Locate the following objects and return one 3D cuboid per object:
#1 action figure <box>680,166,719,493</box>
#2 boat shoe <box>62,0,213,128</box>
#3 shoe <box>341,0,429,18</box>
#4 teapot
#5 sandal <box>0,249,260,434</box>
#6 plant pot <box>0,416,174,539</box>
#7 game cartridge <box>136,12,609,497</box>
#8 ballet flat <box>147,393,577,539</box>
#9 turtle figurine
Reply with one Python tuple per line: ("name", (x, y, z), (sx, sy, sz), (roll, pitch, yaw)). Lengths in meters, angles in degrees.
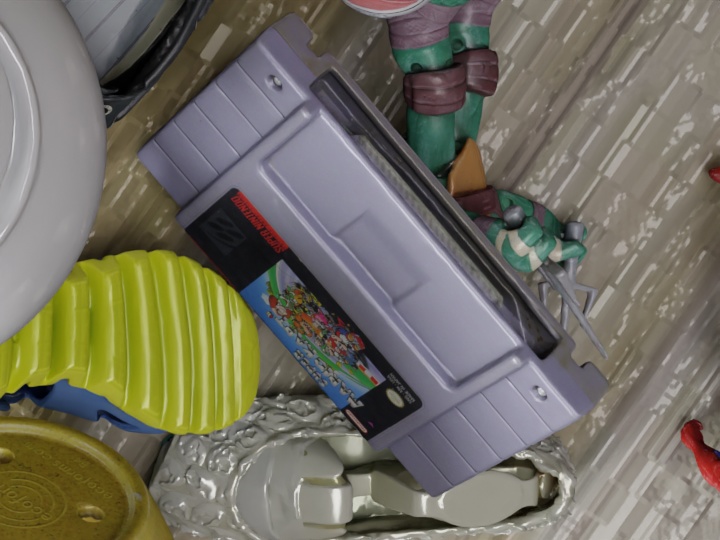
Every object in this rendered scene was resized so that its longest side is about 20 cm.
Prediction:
("action figure", (0.185, 0.056, 1.262), (0.065, 0.099, 0.201), (0, 84, -12))
("boat shoe", (-0.114, -0.096, 1.126), (0.199, 0.066, 0.075), (-44, 112, 0))
("shoe", (0.045, -0.191, 1.052), (0.071, 0.091, 0.201), (31, 92, 7))
("teapot", (-0.179, -0.044, 0.991), (0.200, 0.146, 0.198), (41, 82, -10))
("sandal", (-0.132, 0.029, 1.155), (0.199, 0.087, 0.080), (12, 77, -37))
("plant pot", (-0.146, 0.144, 1.099), (0.199, 0.200, 0.142), (3, 122, -16))
("game cartridge", (0.000, 0.000, 1.131), (0.200, 0.130, 0.038), (49, 51, -3))
("ballet flat", (0.006, 0.092, 1.216), (0.199, 0.072, 0.072), (-2, 106, -14))
("turtle figurine", (0.049, -0.028, 1.164), (0.100, 0.150, 0.201), (-6, 100, 5))
